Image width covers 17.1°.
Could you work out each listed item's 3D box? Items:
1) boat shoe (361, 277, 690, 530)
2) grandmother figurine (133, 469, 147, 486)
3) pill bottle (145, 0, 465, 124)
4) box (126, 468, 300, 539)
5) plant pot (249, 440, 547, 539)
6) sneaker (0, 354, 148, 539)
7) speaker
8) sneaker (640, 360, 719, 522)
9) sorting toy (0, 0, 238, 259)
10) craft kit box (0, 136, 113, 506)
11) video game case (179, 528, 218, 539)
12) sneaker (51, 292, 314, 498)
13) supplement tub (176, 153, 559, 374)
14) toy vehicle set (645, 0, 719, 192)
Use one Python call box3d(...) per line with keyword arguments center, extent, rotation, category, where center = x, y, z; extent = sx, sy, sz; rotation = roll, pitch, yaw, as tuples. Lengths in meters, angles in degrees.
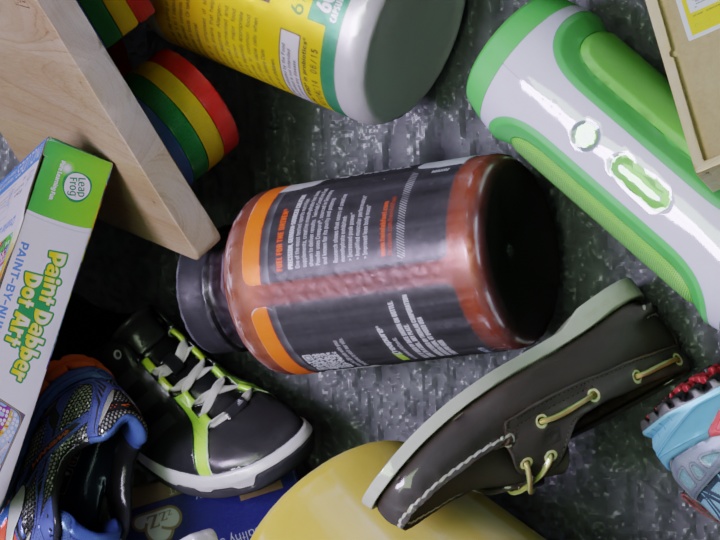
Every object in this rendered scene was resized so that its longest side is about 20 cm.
box3d(center=(0.088, 0.077, 1.225), extent=(0.061, 0.201, 0.072), rotation=(49, 150, 12), category="boat shoe")
box3d(center=(-0.153, 0.164, 1.425), extent=(0.200, 0.061, 0.121), rotation=(48, 132, 14), category="grandmother figurine")
box3d(center=(-0.053, -0.164, 1.318), extent=(0.200, 0.113, 0.113), rotation=(25, 104, 25), category="pill bottle")
box3d(center=(-0.069, 0.209, 1.365), extent=(0.121, 0.032, 0.200), rotation=(-17, 85, -3), category="box")
box3d(center=(0.037, 0.198, 1.258), extent=(0.189, 0.201, 0.201), rotation=(46, 112, 34), category="plant pot")
box3d(center=(-0.169, 0.149, 1.312), extent=(0.078, 0.075, 0.201), rotation=(21, 100, 52), category="sneaker")
box3d(center=(0.149, -0.054, 1.235), extent=(0.200, 0.088, 0.089), rotation=(43, 111, 19), category="speaker")
box3d(center=(0.245, 0.069, 1.210), extent=(0.200, 0.079, 0.096), rotation=(-29, 93, 33), category="sneaker")
box3d(center=(-0.159, -0.121, 1.334), extent=(0.200, 0.070, 0.199), rotation=(21, 147, 54), category="sorting toy")
box3d(center=(-0.209, 0.042, 1.346), extent=(0.048, 0.200, 0.198), rotation=(23, 74, -15), category="craft kit box")
box3d(center=(-0.088, 0.254, 1.297), extent=(0.143, 0.018, 0.200), rotation=(-33, 74, 48), category="video game case")
box3d(center=(-0.116, 0.065, 1.362), extent=(0.200, 0.072, 0.083), rotation=(17, 133, 34), category="sneaker")
box3d(center=(0.000, 0.000, 1.303), extent=(0.200, 0.107, 0.107), rotation=(-7, 90, 28), category="supplement tub")
box3d(center=(0.202, -0.152, 1.190), extent=(0.124, 0.027, 0.200), rotation=(-22, 63, 20), category="toy vehicle set")
